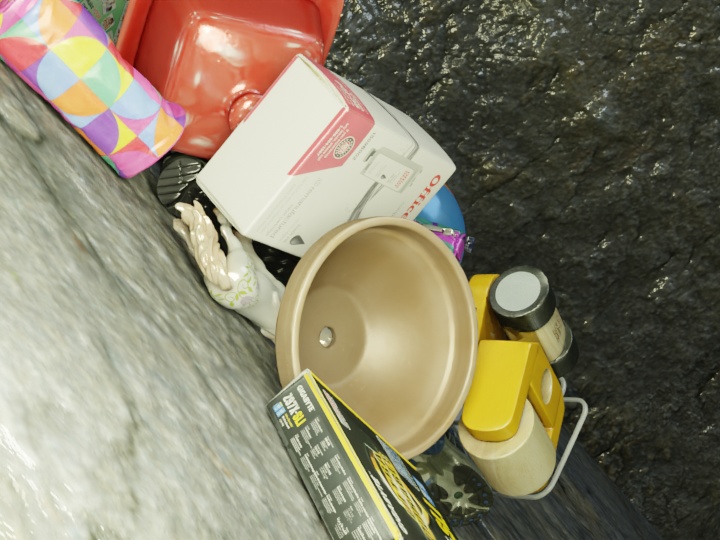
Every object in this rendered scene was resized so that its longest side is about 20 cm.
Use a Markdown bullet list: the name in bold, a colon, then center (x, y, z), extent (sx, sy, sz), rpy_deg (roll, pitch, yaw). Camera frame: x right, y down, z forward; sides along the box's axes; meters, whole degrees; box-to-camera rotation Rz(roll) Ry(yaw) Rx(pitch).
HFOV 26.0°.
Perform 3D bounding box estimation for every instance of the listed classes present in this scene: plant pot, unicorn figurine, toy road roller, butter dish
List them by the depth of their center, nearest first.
- **plant pot**: center (-0.004, 0.057, 1.299), extent (0.092, 0.201, 0.201), rpy_deg (-1, -40, 50)
- **unicorn figurine**: center (-0.088, 0.015, 1.358), extent (0.200, 0.074, 0.138), rpy_deg (16, 32, -51)
- **butter dish**: center (-0.113, -0.169, 1.401), extent (0.199, 0.200, 0.148), rpy_deg (8, 32, -25)
- **toy road roller**: center (0.110, 0.098, 1.432), extent (0.123, 0.145, 0.201), rpy_deg (57, 40, -50)

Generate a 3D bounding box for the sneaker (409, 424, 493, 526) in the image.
- **sneaker**: center (0.050, 0.151, 1.470), extent (0.200, 0.077, 0.085), rpy_deg (58, 6, -27)

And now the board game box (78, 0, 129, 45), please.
- **board game box**: center (-0.255, -0.283, 1.626), extent (0.029, 0.134, 0.200), rpy_deg (44, 9, -47)

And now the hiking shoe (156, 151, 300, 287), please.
- **hiking shoe**: center (-0.113, -0.048, 1.483), extent (0.200, 0.076, 0.101), rpy_deg (46, 10, -25)

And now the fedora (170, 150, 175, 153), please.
- **fedora**: center (-0.181, -0.171, 1.666), extent (0.201, 0.092, 0.201), rpy_deg (49, 6, -7)

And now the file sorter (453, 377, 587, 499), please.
- **file sorter**: center (0.127, 0.133, 1.630), extent (0.124, 0.139, 0.200), rpy_deg (-2, -40, 48)

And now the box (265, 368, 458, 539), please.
- **box**: center (0.021, 0.183, 1.148), extent (0.160, 0.049, 0.200), rpy_deg (48, 5, -38)

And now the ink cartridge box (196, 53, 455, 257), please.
- **ink cartridge box**: center (-0.025, -0.087, 1.381), extent (0.083, 0.147, 0.200), rpy_deg (48, 15, 31)

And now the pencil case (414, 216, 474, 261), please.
- **pencil case**: center (0.012, -0.040, 1.594), extent (0.199, 0.093, 0.085), rpy_deg (25, 36, 7)

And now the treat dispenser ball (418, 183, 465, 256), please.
- **treat dispenser ball**: center (0.033, -0.043, 1.983), extent (0.201, 0.201, 0.201), rpy_deg (49, 5, -6)

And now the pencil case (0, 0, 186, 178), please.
- **pencil case**: center (-0.234, -0.170, 1.298), extent (0.200, 0.088, 0.088), rpy_deg (49, 5, -29)
